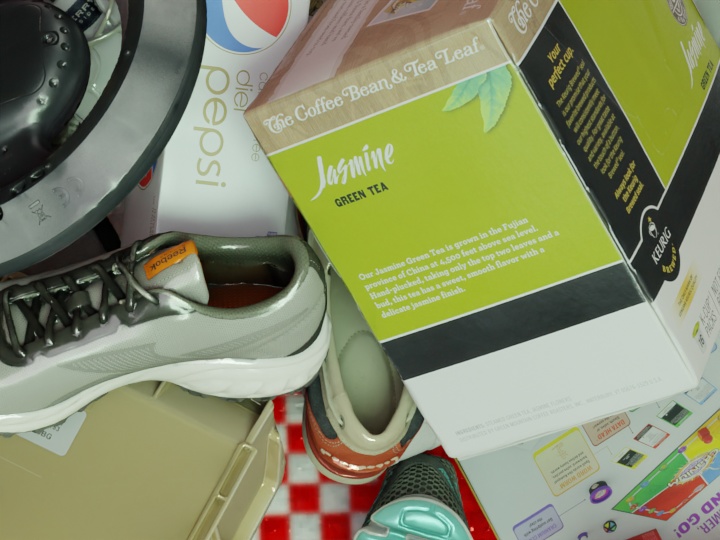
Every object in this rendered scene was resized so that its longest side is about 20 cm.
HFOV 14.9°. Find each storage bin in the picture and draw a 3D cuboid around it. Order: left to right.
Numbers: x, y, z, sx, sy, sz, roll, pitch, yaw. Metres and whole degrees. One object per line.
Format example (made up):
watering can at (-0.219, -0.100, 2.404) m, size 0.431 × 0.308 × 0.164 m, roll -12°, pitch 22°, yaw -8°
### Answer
storage bin at (-0.164, 0.113, 1.253) m, size 0.200 × 0.094 × 0.199 m, roll 26°, pitch 72°, yaw 10°

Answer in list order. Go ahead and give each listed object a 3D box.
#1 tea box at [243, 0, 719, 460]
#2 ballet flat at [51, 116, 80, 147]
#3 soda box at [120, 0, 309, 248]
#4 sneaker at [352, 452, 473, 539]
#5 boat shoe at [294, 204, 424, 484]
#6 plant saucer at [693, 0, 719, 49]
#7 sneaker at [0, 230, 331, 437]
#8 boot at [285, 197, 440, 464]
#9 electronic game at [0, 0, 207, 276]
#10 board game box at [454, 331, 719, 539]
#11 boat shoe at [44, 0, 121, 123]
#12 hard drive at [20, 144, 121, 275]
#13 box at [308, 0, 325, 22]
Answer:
tea box at (0.077, -0.059, 1.256) m, size 0.134 × 0.200 × 0.197 m, roll -19°, pitch 112°, yaw 30°
ballet flat at (-0.126, -0.107, 1.385) m, size 0.067 × 0.046 × 0.200 m, roll 34°, pitch 89°, yaw 7°
soda box at (-0.065, -0.092, 1.281) m, size 0.064 × 0.068 × 0.200 m, roll 6°, pitch 92°, yaw -19°
sneaker at (0.024, 0.177, 1.378) m, size 0.078 × 0.091 × 0.200 m, roll 11°, pitch 122°, yaw -2°
boat shoe at (0.005, -0.001, 1.300) m, size 0.071 × 0.063 × 0.200 m, roll 7°, pitch 68°, yaw -7°
plant saucer at (0.225, -0.082, 1.366) m, size 0.200 × 0.050 × 0.200 m, roll 0°, pitch 93°, yaw 2°
sneaker at (-0.110, 0.017, 1.200) m, size 0.200 × 0.079 × 0.074 m, roll -8°, pitch 54°, yaw -13°
boot at (0.000, 0.000, 1.373) m, size 0.096 × 0.074 × 0.200 m, roll -18°, pitch 74°, yaw -24°
electronic game at (-0.156, -0.084, 1.241) m, size 0.200 × 0.042 × 0.200 m, roll -16°, pitch 54°, yaw 23°
board game box at (0.144, 0.116, 1.325) m, size 0.153 × 0.040 × 0.200 m, roll -33°, pitch 52°, yaw 8°
boat shoe at (-0.136, -0.120, 1.330) m, size 0.200 × 0.067 × 0.074 m, roll 41°, pitch 91°, yaw 8°
hard drive at (-0.224, -0.002, 1.347) m, size 0.200 × 0.140 × 0.033 m, roll -12°, pitch 69°, yaw 3°
box at (0.020, -0.185, 1.352) m, size 0.137 × 0.038 × 0.200 m, roll 36°, pitch 94°, yaw -18°
